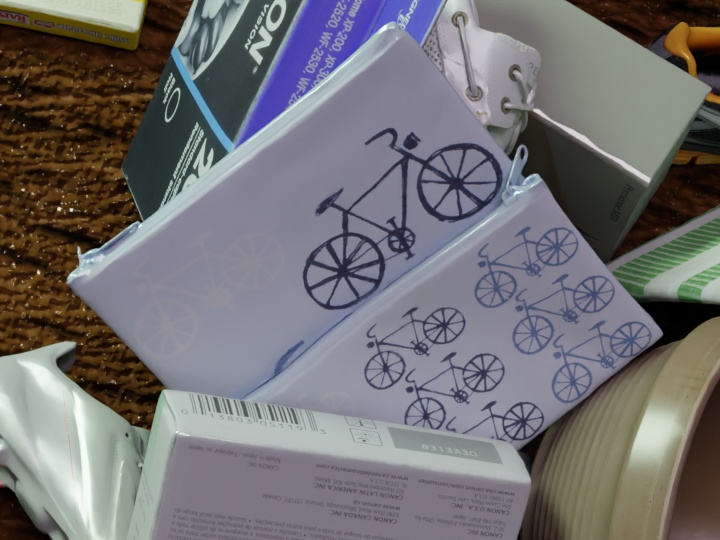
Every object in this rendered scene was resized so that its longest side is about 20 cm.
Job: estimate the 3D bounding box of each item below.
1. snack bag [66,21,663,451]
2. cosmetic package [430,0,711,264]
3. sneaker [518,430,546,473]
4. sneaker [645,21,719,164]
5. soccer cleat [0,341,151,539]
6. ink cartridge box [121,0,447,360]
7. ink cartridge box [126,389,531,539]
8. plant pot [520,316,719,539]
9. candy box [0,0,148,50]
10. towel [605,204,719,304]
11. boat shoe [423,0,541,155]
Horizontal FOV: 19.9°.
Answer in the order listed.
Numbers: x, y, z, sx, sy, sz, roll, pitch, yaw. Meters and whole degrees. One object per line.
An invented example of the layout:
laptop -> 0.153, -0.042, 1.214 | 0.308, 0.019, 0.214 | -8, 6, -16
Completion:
snack bag -> 0.005, 0.015, 0.888 | 0.188, 0.021, 0.200 | -37, 113, 5
cosmetic package -> 0.070, -0.098, 1.071 | 0.200, 0.104, 0.073 | 33, 65, 9
sneaker -> 0.016, 0.083, 0.986 | 0.140, 0.078, 0.200 | 12, 62, -3
sneaker -> 0.237, -0.095, 1.109 | 0.200, 0.077, 0.078 | -1, 62, -11
soccer cleat -> -0.114, 0.115, 0.959 | 0.078, 0.069, 0.200 | -30, 69, -24
ink cartridge box -> -0.042, -0.089, 0.956 | 0.043, 0.198, 0.200 | 19, 17, -26
ink cartridge box -> -0.028, 0.160, 0.904 | 0.161, 0.200, 0.050 | 10, 20, -14
plant pot -> 0.136, 0.117, 0.947 | 0.093, 0.201, 0.201 | 7, 58, 31
candy box -> -0.154, -0.220, 1.140 | 0.102, 0.026, 0.200 | 12, 63, -5
towel -> 0.212, -0.013, 1.005 | 0.152, 0.200, 0.023 | -25, 101, -22
boat shoe -> 0.053, -0.090, 0.976 | 0.069, 0.071, 0.200 | -17, 79, 2
